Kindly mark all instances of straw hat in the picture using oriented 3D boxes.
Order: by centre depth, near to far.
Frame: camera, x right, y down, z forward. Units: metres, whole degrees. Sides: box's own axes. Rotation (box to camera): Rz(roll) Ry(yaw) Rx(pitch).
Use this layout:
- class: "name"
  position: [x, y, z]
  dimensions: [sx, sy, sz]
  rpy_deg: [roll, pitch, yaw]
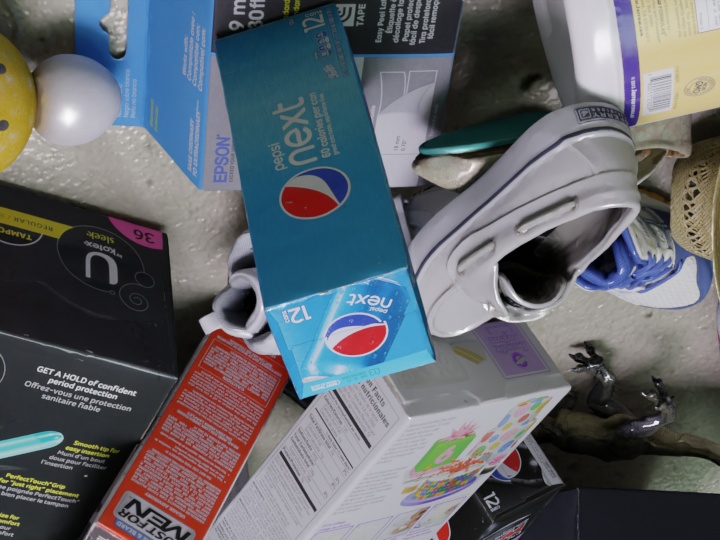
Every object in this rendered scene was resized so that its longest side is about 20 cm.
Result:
- class: "straw hat"
  position: [0.231, -0.043, 1.055]
  dimensions: [0.085, 0.202, 0.201]
  rpy_deg: [7, 152, 43]

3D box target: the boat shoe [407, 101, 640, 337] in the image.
- class: "boat shoe"
  position: [0.083, -0.007, 0.913]
  dimensions: [0.072, 0.066, 0.200]
  rpy_deg: [7, 147, -31]

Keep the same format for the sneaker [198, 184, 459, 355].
- class: "sneaker"
  position: [0.000, 0.000, 1.014]
  dimensions: [0.199, 0.076, 0.115]
  rpy_deg: [-28, 164, 36]

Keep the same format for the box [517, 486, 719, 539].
- class: "box"
  position: [0.173, 0.195, 1.215]
  dimensions: [0.140, 0.080, 0.200]
  rpy_deg: [2, 169, -17]

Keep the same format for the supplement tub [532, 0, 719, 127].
- class: "supplement tub"
  position: [0.192, -0.159, 0.897]
  dimensions: [0.198, 0.146, 0.146]
  rpy_deg: [-13, 135, 0]

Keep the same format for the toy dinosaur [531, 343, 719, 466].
- class: "toy dinosaur"
  position: [0.178, 0.102, 1.192]
  dimensions: [0.199, 0.048, 0.089]
  rpy_deg: [9, 133, 19]

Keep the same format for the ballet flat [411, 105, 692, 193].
- class: "ballet flat"
  position: [0.116, -0.062, 0.968]
  dimensions: [0.199, 0.067, 0.063]
  rpy_deg: [-20, 107, -32]

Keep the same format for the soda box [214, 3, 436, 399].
- class: "soda box"
  position: [-0.020, -0.038, 0.839]
  dimensions: [0.067, 0.201, 0.064]
  rpy_deg: [-16, 133, 2]

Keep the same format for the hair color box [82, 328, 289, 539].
- class: "hair color box"
  position: [-0.112, 0.128, 1.060]
  dimensions: [0.064, 0.200, 0.111]
  rpy_deg: [32, 131, -2]

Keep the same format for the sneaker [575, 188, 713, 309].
- class: "sneaker"
  position: [0.150, -0.011, 1.072]
  dimensions: [0.199, 0.088, 0.075]
  rpy_deg: [29, 120, -35]

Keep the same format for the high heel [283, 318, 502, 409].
- class: "high heel"
  position: [0.059, 0.067, 1.135]
  dimensions: [0.199, 0.072, 0.142]
  rpy_deg: [-25, 132, 30]

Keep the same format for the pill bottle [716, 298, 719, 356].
- class: "pill bottle"
  position: [0.302, 0.089, 1.181]
  dimensions: [0.113, 0.114, 0.201]
  rpy_deg: [-15, 135, 3]

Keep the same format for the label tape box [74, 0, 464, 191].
- class: "label tape box"
  position: [-0.053, -0.115, 0.945]
  dimensions: [0.198, 0.064, 0.145]
  rpy_deg: [-2, 133, -11]

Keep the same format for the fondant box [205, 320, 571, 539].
- class: "fondant box"
  position: [0.013, 0.117, 1.055]
  dimensions: [0.144, 0.058, 0.200]
  rpy_deg: [-6, 145, -45]

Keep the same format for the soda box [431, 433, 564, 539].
- class: "soda box"
  position: [0.063, 0.173, 1.200]
  dimensions: [0.063, 0.071, 0.200]
  rpy_deg: [-22, 158, -29]

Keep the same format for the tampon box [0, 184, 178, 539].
- class: "tampon box"
  position: [-0.216, 0.066, 1.039]
  dimensions: [0.149, 0.127, 0.200]
  rpy_deg: [17, 128, -25]

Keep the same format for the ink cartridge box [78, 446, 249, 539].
- class: "ink cartridge box"
  position: [-0.171, 0.192, 1.157]
  dimensions: [0.198, 0.146, 0.084]
  rpy_deg: [2, 132, -14]

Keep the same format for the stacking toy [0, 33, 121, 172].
- class: "stacking toy"
  position: [-0.219, -0.090, 0.906]
  dimensions: [0.199, 0.147, 0.147]
  rpy_deg: [-8, 137, -26]
